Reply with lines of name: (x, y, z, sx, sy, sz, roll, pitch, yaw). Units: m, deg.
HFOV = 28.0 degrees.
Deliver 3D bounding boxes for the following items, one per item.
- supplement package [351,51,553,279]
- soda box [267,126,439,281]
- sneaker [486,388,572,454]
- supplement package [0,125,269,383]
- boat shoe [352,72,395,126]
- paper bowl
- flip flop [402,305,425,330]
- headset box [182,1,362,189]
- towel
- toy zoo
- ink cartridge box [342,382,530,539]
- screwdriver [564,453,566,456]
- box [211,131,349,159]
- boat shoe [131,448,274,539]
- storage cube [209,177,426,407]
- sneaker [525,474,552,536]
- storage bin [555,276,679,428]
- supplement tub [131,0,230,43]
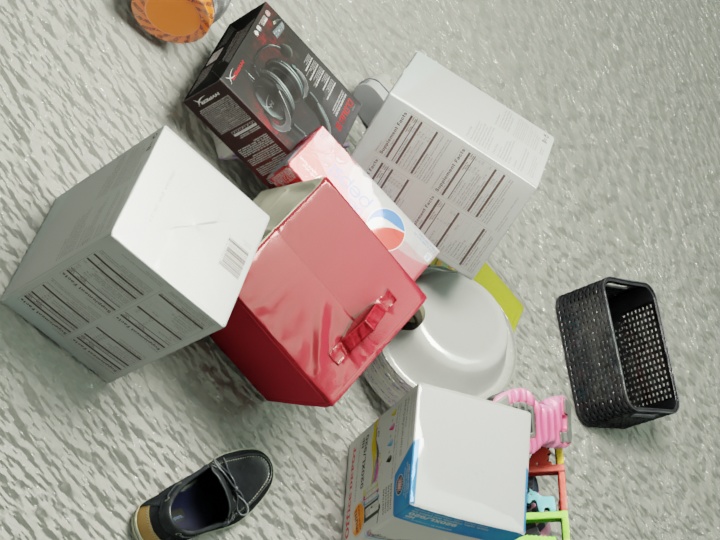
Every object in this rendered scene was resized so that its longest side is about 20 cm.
supplement package: (0.100, -0.127, 1.724, 0.199, 0.151, 0.152, 32, 31, -2)
soda box: (-0.007, -0.064, 1.640, 0.200, 0.063, 0.070, 46, 67, -10)
sneaker: (0.185, 0.187, 1.771, 0.200, 0.095, 0.080, 18, 72, -57)
supplement package: (-0.226, -0.012, 1.459, 0.151, 0.199, 0.152, 41, 46, -24)
boat shoe: (0.066, -0.177, 1.951, 0.200, 0.072, 0.066, 53, 47, -2)
paper bowl: (0.101, 0.083, 1.788, 0.199, 0.104, 0.202, 14, 54, -20)
flip flop: (0.000, 0.000, 1.729, 0.199, 0.081, 0.058, 30, 67, 22)
headset box: (-0.094, -0.191, 1.716, 0.200, 0.077, 0.149, 45, 47, -23)
towel: (0.149, 0.015, 1.984, 0.200, 0.018, 0.086, 46, 50, -22)
toy zoo: (0.196, 0.260, 1.844, 0.020, 0.130, 0.201, 83, 5, -65)
ink cartridge box: (0.082, 0.243, 1.640, 0.144, 0.200, 0.148, 16, 59, -17)
screwdriver: (0.218, 0.198, 1.952, 0.200, 0.029, 0.028, 36, 49, -23)
box: (-0.096, -0.163, 1.792, 0.199, 0.041, 0.039, -7, 77, -49)
boat shoe: (-0.153, 0.238, 1.523, 0.199, 0.062, 0.075, -19, 84, -50)
storage cube: (-0.070, 0.024, 1.586, 0.171, 0.200, 0.180, -47, 107, -21)
sneaker: (0.210, 0.321, 1.878, 0.082, 0.070, 0.201, 47, 30, -63)
storage bin: (0.375, 0.122, 2.111, 0.135, 0.093, 0.201, 8, 65, -44)
supplement tub: (-0.201, -0.374, 1.720, 0.122, 0.122, 0.201, 37, 48, -29)
